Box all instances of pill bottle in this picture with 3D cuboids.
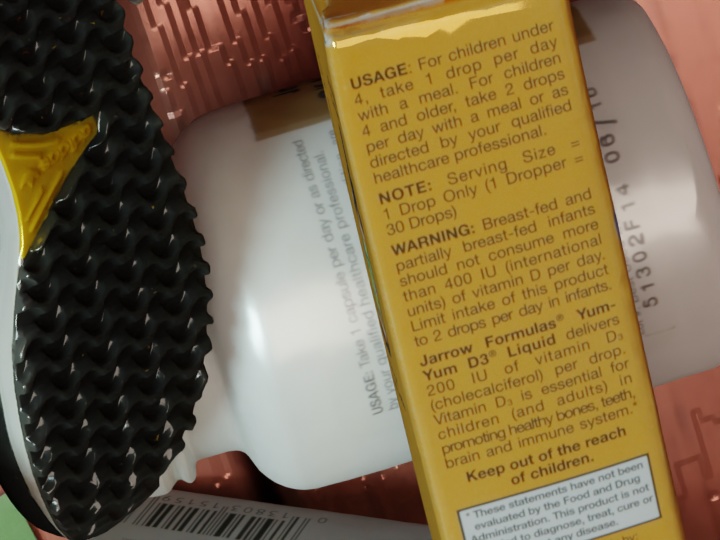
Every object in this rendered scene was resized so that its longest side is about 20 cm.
[{"bbox_3d":[0.000,0.000,0.802,0.199,0.114,0.115,-17,109,-2],"label":"pill bottle"}]

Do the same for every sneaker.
[{"bbox_3d":[-0.100,-0.027,0.716,0.070,0.090,0.201,-34,124,-37],"label":"sneaker"}]

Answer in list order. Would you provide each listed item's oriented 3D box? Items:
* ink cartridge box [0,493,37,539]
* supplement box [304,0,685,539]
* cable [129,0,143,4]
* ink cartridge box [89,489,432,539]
[{"bbox_3d":[-0.102,0.191,0.849,0.145,0.048,0.201,-38,114,-32],"label":"ink cartridge box"},{"bbox_3d":[0.038,0.013,0.715,0.068,0.067,0.201,-17,113,-2],"label":"supplement box"},{"bbox_3d":[-0.098,-0.185,0.704,0.200,0.069,0.201,36,132,17],"label":"cable"},{"bbox_3d":[-0.002,0.123,0.777,0.199,0.174,0.044,7,112,15],"label":"ink cartridge box"}]
